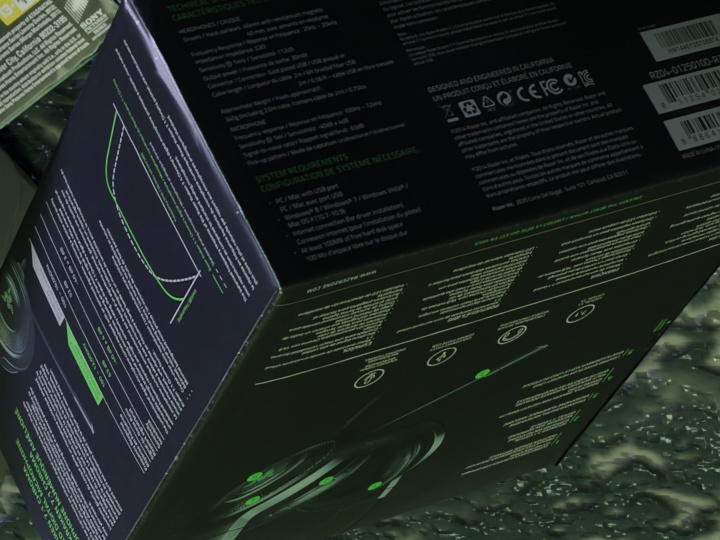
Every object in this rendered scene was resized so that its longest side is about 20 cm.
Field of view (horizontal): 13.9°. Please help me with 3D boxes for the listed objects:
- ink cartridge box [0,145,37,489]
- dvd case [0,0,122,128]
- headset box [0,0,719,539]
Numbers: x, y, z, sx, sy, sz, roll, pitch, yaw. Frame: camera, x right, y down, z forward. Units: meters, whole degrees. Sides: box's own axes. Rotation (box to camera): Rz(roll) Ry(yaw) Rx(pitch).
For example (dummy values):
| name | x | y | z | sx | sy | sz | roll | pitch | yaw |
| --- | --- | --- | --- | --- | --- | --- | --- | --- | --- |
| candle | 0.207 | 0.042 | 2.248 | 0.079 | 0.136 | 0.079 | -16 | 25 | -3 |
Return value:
| name | x | y | z | sx | sy | sz | roll | pitch | yaw |
| --- | --- | --- | --- | --- | --- | --- | --- | --- | --- |
| ink cartridge box | -0.219 | 0.018 | 0.921 | 0.199 | 0.148 | 0.145 | -13 | 138 | 28 |
| dvd case | -0.168 | -0.104 | 0.759 | 0.146 | 0.022 | 0.200 | -35 | 104 | 28 |
| headset box | 0.000 | 0.000 | 0.823 | 0.174 | 0.093 | 0.200 | -16 | 156 | -29 |
